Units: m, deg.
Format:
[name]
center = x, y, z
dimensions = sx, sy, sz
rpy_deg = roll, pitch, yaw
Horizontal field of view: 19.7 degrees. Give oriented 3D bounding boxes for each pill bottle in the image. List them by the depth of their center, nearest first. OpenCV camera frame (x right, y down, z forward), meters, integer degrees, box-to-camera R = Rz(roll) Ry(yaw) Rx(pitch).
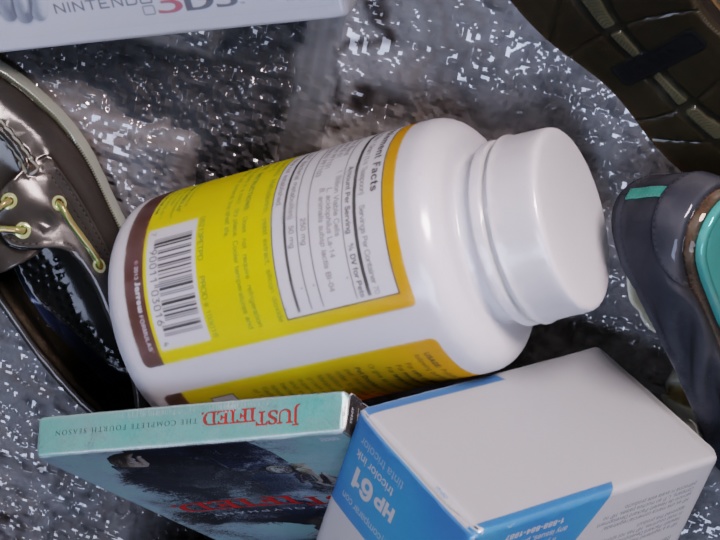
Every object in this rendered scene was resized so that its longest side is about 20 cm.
[pill bottle]
center = 0.000, 0.000, 0.885
dimensions = 0.200, 0.109, 0.109
rpy_deg = -13, 117, 26

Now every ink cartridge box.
[ink cartridge box]
center = 0.048, 0.146, 0.896
dimensions = 0.085, 0.144, 0.200
rpy_deg = 43, 129, 36

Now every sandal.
[sandal]
center = 0.116, -0.112, 0.813
dimensions = 0.082, 0.055, 0.200
rpy_deg = -24, 127, 36

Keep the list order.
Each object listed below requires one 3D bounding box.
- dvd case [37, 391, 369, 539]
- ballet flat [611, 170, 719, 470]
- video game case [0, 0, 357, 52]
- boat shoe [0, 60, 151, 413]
[dvd case]
center = -0.034, 0.095, 0.941
dimensions = 0.146, 0.022, 0.200
rpy_deg = -6, 160, 21
[ballet flat]
center = 0.156, 0.034, 0.888
dimensions = 0.073, 0.073, 0.200
rpy_deg = -11, 129, 24
[video game case]
center = -0.109, -0.188, 0.850
dimensions = 0.182, 0.023, 0.200
rpy_deg = -4, 121, 20
[boat shoe]
center = -0.148, -0.014, 0.954
dimensions = 0.072, 0.061, 0.201
rpy_deg = -25, 112, 30
